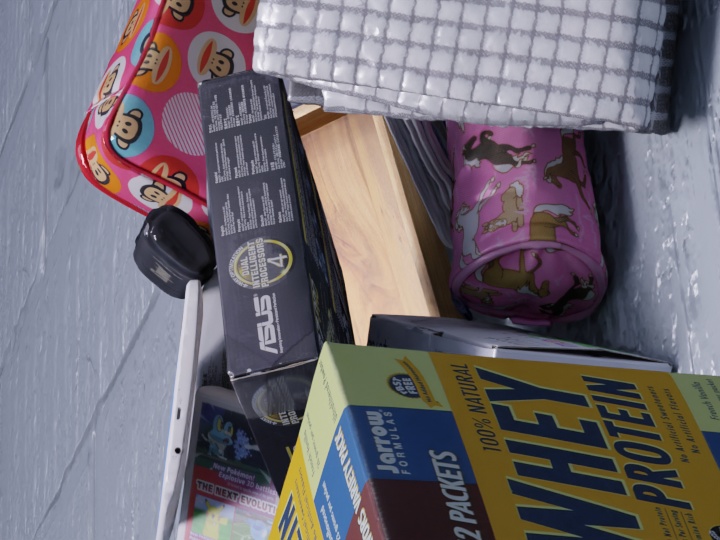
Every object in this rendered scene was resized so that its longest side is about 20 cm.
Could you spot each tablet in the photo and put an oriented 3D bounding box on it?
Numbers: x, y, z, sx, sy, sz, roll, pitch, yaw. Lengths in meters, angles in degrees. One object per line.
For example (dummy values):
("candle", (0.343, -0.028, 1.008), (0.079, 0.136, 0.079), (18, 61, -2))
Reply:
("tablet", (-0.112, 0.094, 1.490), (0.200, 0.014, 0.130), (108, 168, -72))

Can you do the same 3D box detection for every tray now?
("tray", (0.000, 0.000, 1.375), (0.099, 0.037, 0.200), (-24, 71, 27))

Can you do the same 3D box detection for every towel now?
("towel", (0.026, -0.108, 1.347), (0.200, 0.024, 0.147), (-92, -21, -68))
("towel", (0.056, -0.152, 1.155), (0.086, 0.200, 0.166), (-6, -77, -71))

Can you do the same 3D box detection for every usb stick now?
("usb stick", (-0.119, -0.010, 1.537), (0.033, 0.055, 0.200), (-42, 2, -8))

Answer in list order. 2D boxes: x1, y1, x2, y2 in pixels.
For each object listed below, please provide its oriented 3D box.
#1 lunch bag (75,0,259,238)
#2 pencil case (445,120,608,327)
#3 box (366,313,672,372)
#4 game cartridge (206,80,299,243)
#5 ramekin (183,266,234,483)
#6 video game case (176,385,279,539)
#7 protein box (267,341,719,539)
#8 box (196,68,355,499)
("lunch bag", (-0.081, -0.115, 1.627), (0.082, 0.176, 0.200), (-28, 36, 61))
("pencil case", (0.077, -0.069, 1.238), (0.086, 0.083, 0.200), (-29, 52, 35))
("box", (0.063, 0.117, 1.194), (0.200, 0.096, 0.177), (-171, 88, -74))
("game cartridge", (-0.029, -0.045, 1.501), (0.041, 0.133, 0.200), (67, -170, -48))
("ramekin", (-0.048, 0.080, 1.558), (0.200, 0.105, 0.201), (-175, 90, -73))
("video game case", (-0.030, 0.178, 1.424), (0.200, 0.023, 0.183), (14, 100, 37))
("protein box", (0.069, 0.153, 0.981), (0.135, 0.200, 0.199), (-108, 29, -53))
("box", (-0.033, 0.024, 1.191), (0.161, 0.049, 0.200), (75, -176, -48))
